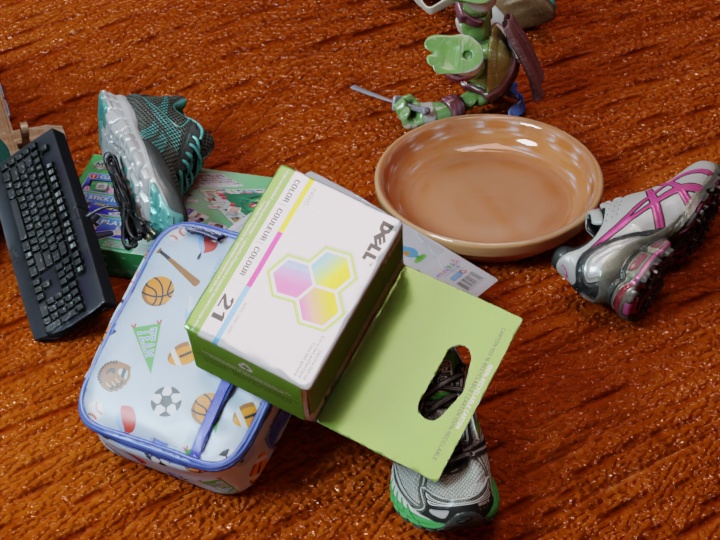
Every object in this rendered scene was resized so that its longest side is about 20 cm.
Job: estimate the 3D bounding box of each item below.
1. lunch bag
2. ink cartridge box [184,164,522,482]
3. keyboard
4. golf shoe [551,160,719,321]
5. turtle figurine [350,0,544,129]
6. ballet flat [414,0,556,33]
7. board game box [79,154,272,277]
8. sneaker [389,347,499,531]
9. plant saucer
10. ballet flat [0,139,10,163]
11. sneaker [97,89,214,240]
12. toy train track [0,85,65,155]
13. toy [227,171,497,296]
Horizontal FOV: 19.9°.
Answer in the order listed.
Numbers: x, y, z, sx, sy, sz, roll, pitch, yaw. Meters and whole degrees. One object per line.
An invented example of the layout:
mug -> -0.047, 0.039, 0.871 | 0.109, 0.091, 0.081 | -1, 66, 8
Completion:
lunch bag -> -0.108, 0.060, 1.549 | 0.160, 0.076, 0.201 | 16, 68, 22
ink cartridge box -> -0.002, 0.037, 1.470 | 0.199, 0.076, 0.148 | 25, 70, 13
keyboard -> -0.240, -0.042, 1.709 | 0.127, 0.021, 0.201 | -29, 54, 9
golf shoe -> 0.239, -0.043, 1.720 | 0.092, 0.073, 0.200 | 30, 46, 20
turtle figurine -> 0.067, -0.208, 1.864 | 0.144, 0.194, 0.200 | -43, 81, -6
ballet flat -> 0.098, -0.278, 2.043 | 0.200, 0.068, 0.072 | 33, 73, 21
board game box -> -0.158, -0.041, 1.773 | 0.199, 0.029, 0.135 | 8, 38, 12
sneaker -> 0.053, 0.114, 1.521 | 0.078, 0.085, 0.200 | -8, 39, -9
plant saucer -> 0.112, -0.068, 1.795 | 0.199, 0.038, 0.201 | 0, 38, 0
ballet flat -> -0.346, -0.046, 1.766 | 0.064, 0.076, 0.200 | -25, 29, 20
sneaker -> -0.166, -0.099, 1.768 | 0.091, 0.078, 0.200 | -8, 39, -16
toy train track -> -0.341, -0.152, 1.917 | 0.114, 0.033, 0.200 | -11, 38, -13
toy -> 0.000, 0.000, 1.702 | 0.199, 0.047, 0.115 | 28, 42, 25
